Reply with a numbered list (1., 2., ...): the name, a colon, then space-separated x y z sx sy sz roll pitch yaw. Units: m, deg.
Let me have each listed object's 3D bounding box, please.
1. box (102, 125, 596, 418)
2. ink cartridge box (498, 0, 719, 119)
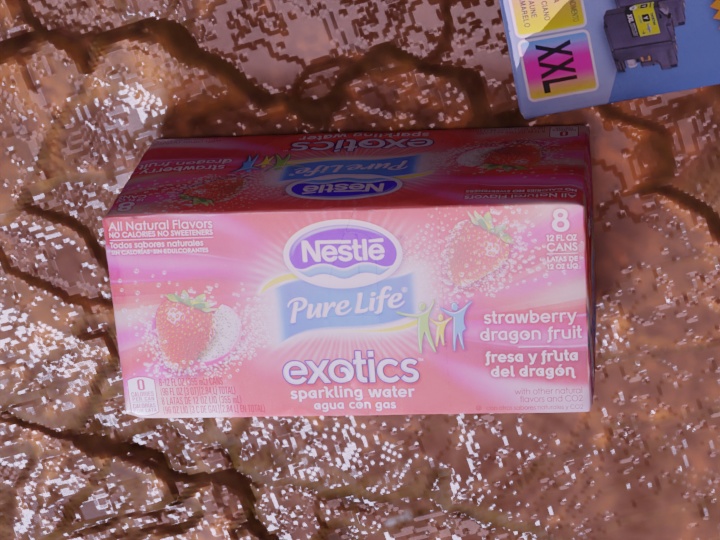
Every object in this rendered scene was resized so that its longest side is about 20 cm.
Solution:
1. box: 0.000 0.000 0.857 0.199 0.103 0.095 -1 113 9
2. ink cartridge box: 0.150 -0.148 0.793 0.199 0.076 0.137 -10 111 10
